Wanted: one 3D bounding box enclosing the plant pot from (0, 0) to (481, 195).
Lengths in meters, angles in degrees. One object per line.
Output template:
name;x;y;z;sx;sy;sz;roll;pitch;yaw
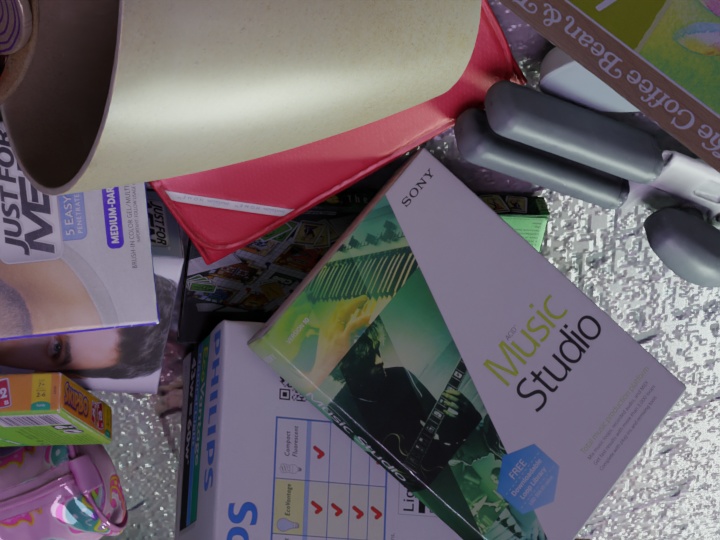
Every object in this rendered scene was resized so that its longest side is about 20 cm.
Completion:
plant pot;-0.052;-0.130;0.984;0.200;0.187;0.187;-2;131;-27

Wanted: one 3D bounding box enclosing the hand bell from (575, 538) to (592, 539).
hand bell;0.046;0.168;1.306;0.200;0.104;0.104;33;118;-19

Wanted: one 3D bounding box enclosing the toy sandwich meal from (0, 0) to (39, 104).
toy sandwich meal;-0.241;-0.140;0.947;0.205;0.070;0.205;16;132;19

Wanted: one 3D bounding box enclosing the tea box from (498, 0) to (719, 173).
tea box;0.168;-0.181;0.934;0.200;0.134;0.197;39;123;13

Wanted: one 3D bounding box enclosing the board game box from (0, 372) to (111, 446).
board game box;-0.246;0.080;1.148;0.200;0.030;0.096;-5;164;9

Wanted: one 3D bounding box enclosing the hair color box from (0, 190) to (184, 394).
hair color box;-0.202;0.007;1.127;0.200;0.061;0.099;4;128;-14

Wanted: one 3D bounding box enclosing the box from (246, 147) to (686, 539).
box;0.059;0.052;1.121;0.200;0.144;0.036;41;160;-4

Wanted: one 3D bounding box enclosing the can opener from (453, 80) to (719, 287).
can opener;0.141;-0.049;1.138;0.200;0.067;0.053;21;135;-32

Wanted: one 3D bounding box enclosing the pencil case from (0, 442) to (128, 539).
pencil case;-0.238;0.150;1.222;0.200;0.087;0.087;-21;130;6

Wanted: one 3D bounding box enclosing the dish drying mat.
dish drying mat;-0.011;-0.076;1.105;0.200;0.018;0.077;-29;128;4

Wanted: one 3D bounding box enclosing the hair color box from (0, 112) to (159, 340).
hair color box;-0.206;-0.017;1.040;0.200;0.065;0.109;-6;92;-13

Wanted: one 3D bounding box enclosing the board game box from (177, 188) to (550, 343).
board game box;0.000;0.000;1.184;0.200;0.023;0.105;3;126;-12

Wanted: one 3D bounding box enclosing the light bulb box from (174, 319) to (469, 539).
light bulb box;0.002;0.140;1.169;0.200;0.199;0.125;6;166;-15

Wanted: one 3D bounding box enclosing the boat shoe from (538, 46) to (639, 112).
boat shoe;0.178;-0.140;1.072;0.199;0.068;0.074;-22;146;40
